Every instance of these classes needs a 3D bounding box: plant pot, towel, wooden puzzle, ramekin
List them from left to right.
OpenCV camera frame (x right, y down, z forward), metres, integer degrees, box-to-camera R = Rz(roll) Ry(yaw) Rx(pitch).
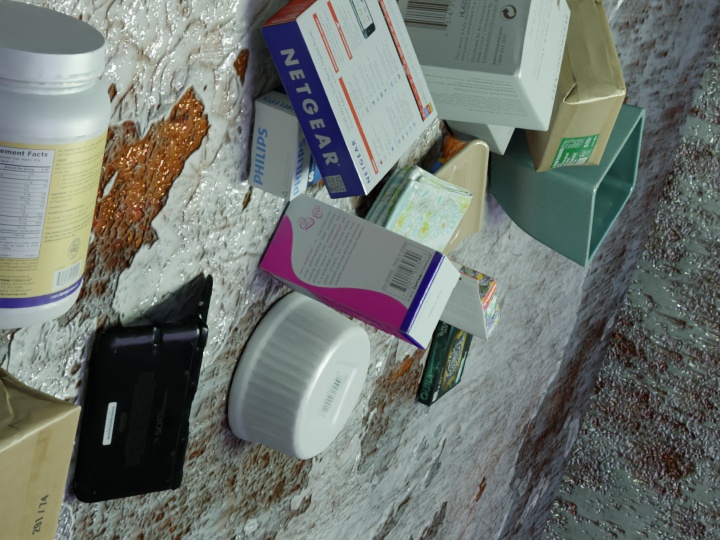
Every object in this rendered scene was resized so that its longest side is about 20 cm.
[{"bbox_3d":[-0.070,0.135,1.700,0.201,0.097,0.201,-50,153,-37],"label":"ramekin"},{"bbox_3d":[0.058,-0.039,1.831,0.171,0.048,0.201,15,110,-57],"label":"towel"},{"bbox_3d":[0.098,-0.077,1.948,0.200,0.046,0.186,-37,146,-30],"label":"wooden puzzle"},{"bbox_3d":[0.318,-0.164,2.190,0.197,0.199,0.196,-54,157,-30],"label":"plant pot"}]

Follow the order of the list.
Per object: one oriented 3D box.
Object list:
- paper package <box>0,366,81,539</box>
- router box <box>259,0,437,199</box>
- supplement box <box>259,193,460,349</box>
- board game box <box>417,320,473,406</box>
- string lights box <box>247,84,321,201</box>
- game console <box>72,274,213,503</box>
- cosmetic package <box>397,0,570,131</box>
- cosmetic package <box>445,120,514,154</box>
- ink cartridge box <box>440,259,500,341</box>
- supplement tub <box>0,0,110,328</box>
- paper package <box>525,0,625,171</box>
[{"bbox_3d":[-0.335,0.203,1.120,0.190,0.103,0.201,-29,137,-60],"label":"paper package"},{"bbox_3d":[-0.007,-0.207,1.437,0.180,0.049,0.201,-49,125,-45],"label":"router box"},{"bbox_3d":[0.000,0.000,1.589,0.102,0.199,0.103,-63,160,-6],"label":"supplement box"},{"bbox_3d":[0.158,0.120,2.333,0.135,0.028,0.201,-27,135,-60],"label":"board game box"},{"bbox_3d":[-0.044,-0.166,1.507,0.200,0.059,0.103,-41,147,-49],"label":"string lights box"},{"bbox_3d":[-0.223,0.120,1.426,0.175,0.116,0.201,-5,120,-33],"label":"game console"},{"bbox_3d":[0.147,-0.285,1.661,0.200,0.165,0.169,36,65,-69],"label":"cosmetic package"},{"bbox_3d":[0.165,-0.250,1.895,0.107,0.090,0.200,-65,156,-10],"label":"cosmetic package"},{"bbox_3d":[0.154,0.027,2.116,0.051,0.108,0.200,-57,157,-22],"label":"ink cartridge box"},{"bbox_3d":[-0.255,-0.077,0.965,0.145,0.145,0.201,-27,136,-59],"label":"supplement tub"},{"bbox_3d":[0.299,-0.272,1.987,0.200,0.103,0.192,99,-16,-64],"label":"paper package"}]
